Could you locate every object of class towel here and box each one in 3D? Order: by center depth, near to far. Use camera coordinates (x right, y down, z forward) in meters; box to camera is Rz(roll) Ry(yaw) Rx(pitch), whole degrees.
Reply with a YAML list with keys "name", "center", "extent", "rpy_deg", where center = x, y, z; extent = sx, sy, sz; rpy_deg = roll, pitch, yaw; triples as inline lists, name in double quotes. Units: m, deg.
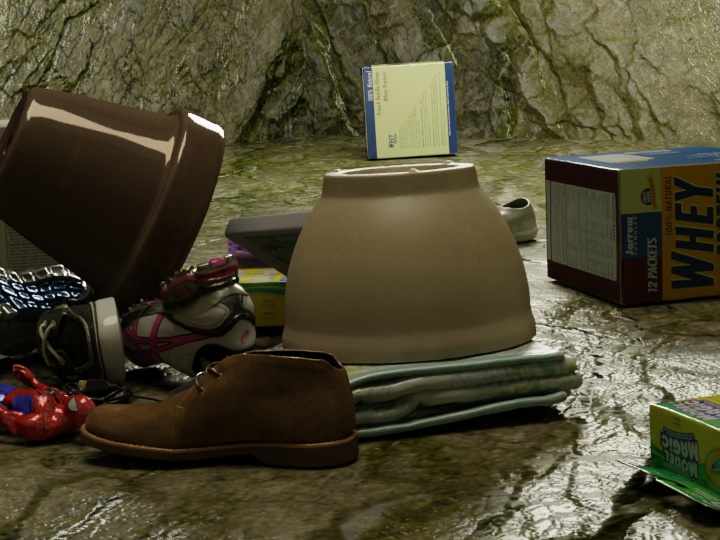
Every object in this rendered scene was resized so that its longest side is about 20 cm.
- name: "towel"
  center: [0.049, 0.081, 1.184]
  extent: [0.197, 0.049, 0.171]
  rpy_deg: [-5, 6, -13]

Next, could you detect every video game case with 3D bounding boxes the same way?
- name: "video game case"
  center: [0.000, 0.000, 1.405]
  extent: [0.181, 0.022, 0.199]
  rpy_deg: [34, -22, -34]

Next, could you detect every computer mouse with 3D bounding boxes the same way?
- name: "computer mouse"
  center: [-0.149, 0.091, 1.219]
  extent: [0.197, 0.035, 0.059]
  rpy_deg: [0, 10, 23]

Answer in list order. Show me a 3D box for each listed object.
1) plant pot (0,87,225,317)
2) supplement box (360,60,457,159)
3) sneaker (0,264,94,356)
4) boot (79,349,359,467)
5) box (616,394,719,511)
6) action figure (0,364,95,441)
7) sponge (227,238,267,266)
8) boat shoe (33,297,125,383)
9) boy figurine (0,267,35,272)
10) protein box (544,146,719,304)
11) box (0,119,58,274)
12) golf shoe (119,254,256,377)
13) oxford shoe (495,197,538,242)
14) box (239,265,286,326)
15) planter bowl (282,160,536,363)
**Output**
- name: "plant pot"
  center: [-0.239, -0.075, 1.398]
  extent: [0.173, 0.202, 0.200]
  rpy_deg: [23, 0, -20]
- name: "supplement box"
  center: [0.105, -0.351, 3.408]
  extent: [0.197, 0.203, 0.134]
  rpy_deg: [-4, 8, -1]
- name: "sneaker"
  center: [-0.329, 0.044, 1.423]
  extent: [0.199, 0.087, 0.075]
  rpy_deg: [8, 39, -44]
- name: "boot"
  center: [-0.099, 0.091, 1.072]
  extent: [0.197, 0.077, 0.074]
  rpy_deg: [-2, 10, 13]
- name: "box"
  center: [0.266, 0.104, 0.952]
  extent: [0.197, 0.049, 0.117]
  rpy_deg: [-8, 9, -19]
- name: "action figure"
  center: [-0.271, 0.098, 1.180]
  extent: [0.198, 0.052, 0.065]
  rpy_deg: [6, 9, 36]
- name: "sponge"
  center: [-0.079, -0.013, 1.666]
  extent: [0.110, 0.030, 0.200]
  rpy_deg: [-2, -10, 0]
- name: "boat shoe"
  center: [-0.242, 0.063, 1.329]
  extent: [0.063, 0.072, 0.200]
  rpy_deg: [-8, 0, -19]
- name: "boy figurine"
  center: [-0.401, 0.038, 1.546]
  extent: [0.123, 0.065, 0.199]
  rpy_deg: [3, 11, 31]
- name: "protein box"
  center: [0.321, -0.053, 1.644]
  extent: [0.196, 0.137, 0.200]
  rpy_deg: [-5, 9, -14]
- name: "box"
  center: [-0.351, -0.072, 1.778]
  extent: [0.126, 0.203, 0.109]
  rpy_deg: [-4, 9, -7]
- name: "golf shoe"
  center: [-0.148, 0.059, 1.303]
  extent: [0.072, 0.093, 0.200]
  rpy_deg: [-18, -7, -31]
- name: "oxford shoe"
  center: [0.144, -0.059, 2.001]
  extent: [0.198, 0.059, 0.075]
  rpy_deg: [-11, 14, -32]
- name: "box"
  center: [-0.158, 0.026, 1.548]
  extent: [0.197, 0.049, 0.117]
  rpy_deg: [-4, 8, 5]
- name: "planter bowl"
  center: [0.033, -0.013, 1.203]
  extent: [0.197, 0.137, 0.200]
  rpy_deg: [-4, 7, 1]
